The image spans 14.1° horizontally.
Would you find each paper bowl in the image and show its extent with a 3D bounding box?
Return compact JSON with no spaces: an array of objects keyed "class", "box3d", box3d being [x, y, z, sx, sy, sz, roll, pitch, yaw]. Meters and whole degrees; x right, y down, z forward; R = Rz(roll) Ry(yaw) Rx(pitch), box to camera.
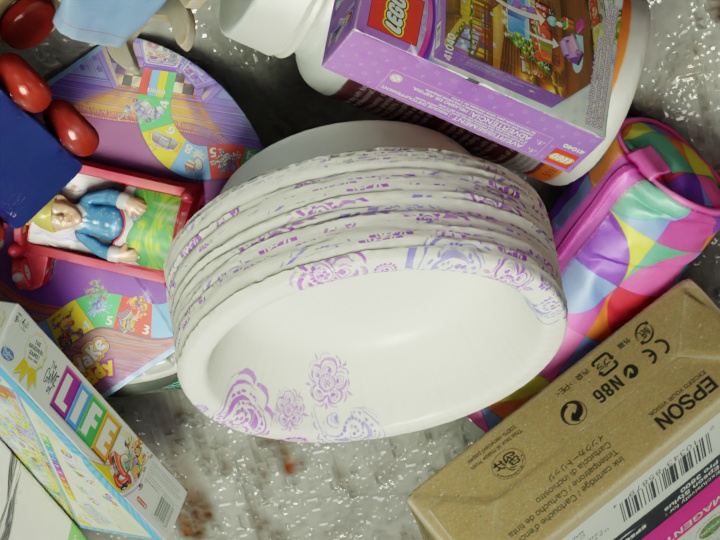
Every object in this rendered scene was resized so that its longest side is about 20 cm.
[{"class":"paper bowl","box3d":[0.000,0.000,1.475,0.199,0.105,0.201,-8,151,-5]}]

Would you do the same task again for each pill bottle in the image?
[{"class":"pill bottle","box3d":[0.037,-0.129,1.481,0.199,0.114,0.115,20,120,-17]}]

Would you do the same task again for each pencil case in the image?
[{"class":"pencil case","box3d":[0.118,0.011,1.595,0.088,0.089,0.200,28,115,-20]}]

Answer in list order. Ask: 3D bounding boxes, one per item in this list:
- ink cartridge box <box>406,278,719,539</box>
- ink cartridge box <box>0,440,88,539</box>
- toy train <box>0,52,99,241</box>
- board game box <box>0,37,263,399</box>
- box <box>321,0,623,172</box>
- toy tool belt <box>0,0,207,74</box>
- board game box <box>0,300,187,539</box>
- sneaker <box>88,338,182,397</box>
[{"class":"ink cartridge box","box3d":[0.133,0.120,1.597,0.200,0.075,0.165,-38,151,-8]},{"class":"ink cartridge box","box3d":[-0.252,0.139,1.594,0.145,0.084,0.200,3,149,24]},{"class":"toy train","box3d":[-0.217,-0.097,1.437,0.085,0.116,0.200,-44,158,0]},{"class":"board game box","box3d":[-0.142,-0.022,1.540,0.199,0.039,0.159,-33,92,14]},{"class":"box","box3d":[0.063,-0.160,1.415,0.136,0.201,0.039,23,145,-17]},{"class":"toy tool belt","box3d":[-0.115,-0.162,1.424,0.124,0.123,0.200,2,133,-51]},{"class":"board game box","box3d":[-0.196,0.077,1.577,0.134,0.034,0.200,7,151,31]},{"class":"sneaker","box3d":[-0.071,0.045,1.616,0.199,0.078,0.092,-15,130,11]}]
